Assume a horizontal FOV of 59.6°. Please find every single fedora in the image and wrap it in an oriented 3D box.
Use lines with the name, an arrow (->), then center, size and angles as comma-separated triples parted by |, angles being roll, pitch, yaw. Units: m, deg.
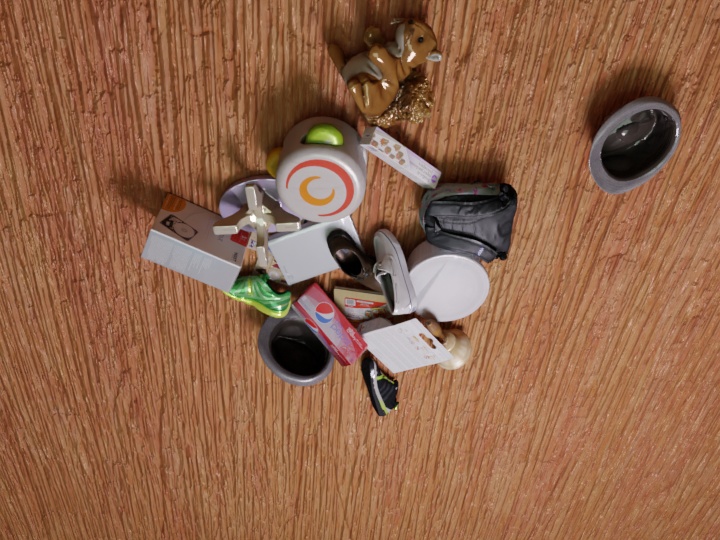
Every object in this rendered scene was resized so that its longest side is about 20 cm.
fedora -> 0.535, -0.263, 1.264 | 0.176, 0.091, 0.200 | 38, 110, -26
fedora -> -0.160, 0.197, 1.548 | 0.197, 0.179, 0.091 | 30, 151, -2

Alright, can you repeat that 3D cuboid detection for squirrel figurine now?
squirrel figurine -> 0.067, -0.369, 1.178 | 0.184, 0.143, 0.201 | -31, 135, 8

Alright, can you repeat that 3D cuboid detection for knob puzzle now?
knob puzzle -> 0.024, 0.117, 1.554 | 0.213, 0.031, 0.223 | 7, 135, 7

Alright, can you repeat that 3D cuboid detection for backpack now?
backpack -> 0.222, -0.113, 1.342 | 0.194, 0.127, 0.171 | 2, 110, -2

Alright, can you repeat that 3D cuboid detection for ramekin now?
ramekin -> 0.190, 0.012, 1.440 | 0.196, 0.095, 0.206 | -1, 131, -1

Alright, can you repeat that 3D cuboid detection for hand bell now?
hand bell -> 0.190, 0.158, 1.496 | 0.102, 0.106, 0.200 | -23, 149, 15

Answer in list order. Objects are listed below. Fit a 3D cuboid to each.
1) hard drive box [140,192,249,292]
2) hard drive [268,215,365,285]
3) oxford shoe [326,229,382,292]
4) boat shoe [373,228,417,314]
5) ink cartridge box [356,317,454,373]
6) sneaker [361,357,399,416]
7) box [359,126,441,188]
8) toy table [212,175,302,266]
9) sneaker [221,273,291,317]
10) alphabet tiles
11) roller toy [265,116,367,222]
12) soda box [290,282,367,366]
hard drive box -> -0.349, -0.061, 1.352 | 0.196, 0.157, 0.077 | 24, 121, -18
hard drive -> -0.098, -0.051, 1.432 | 0.195, 0.027, 0.134 | -19, 126, 7
oxford shoe -> 0.000, 0.000, 1.412 | 0.073, 0.085, 0.199 | -42, 122, 20
boat shoe -> 0.062, 0.000, 1.379 | 0.064, 0.204, 0.074 | -9, 154, -29
ink cartridge box -> 0.106, 0.168, 1.511 | 0.197, 0.051, 0.162 | -23, 124, 39
sneaker -> 0.059, 0.299, 1.676 | 0.081, 0.072, 0.204 | -24, 127, -14
box -> 0.083, -0.226, 1.275 | 0.198, 0.041, 0.040 | 26, 84, -36
toy table -> -0.209, -0.119, 1.330 | 0.195, 0.118, 0.187 | -13, 122, 8
sneaker -> -0.252, 0.038, 1.479 | 0.196, 0.074, 0.085 | 24, 98, -8
alphabet tiles -> -0.175, -0.054, 1.449 | 0.163, 0.008, 0.203 | 18, 122, -13
roller toy -> -0.077, -0.204, 1.266 | 0.198, 0.142, 0.182 | -31, 125, 30
soda box -> -0.074, 0.130, 1.491 | 0.201, 0.070, 0.063 | 50, 154, -7
